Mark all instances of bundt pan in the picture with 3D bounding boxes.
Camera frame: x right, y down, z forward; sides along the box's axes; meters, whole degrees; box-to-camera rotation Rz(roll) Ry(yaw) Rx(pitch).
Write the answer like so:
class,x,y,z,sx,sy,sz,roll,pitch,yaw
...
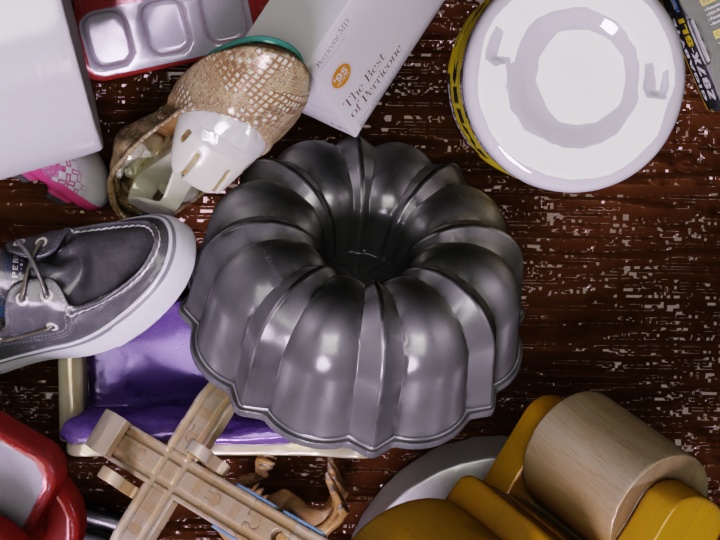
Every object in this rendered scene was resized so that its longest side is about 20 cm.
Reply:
class,x,y,z,sx,sy,sz,roll,pitch,yaw
bundt pan,0.000,0.000,0.961,0.199,0.203,0.076,8,137,-1

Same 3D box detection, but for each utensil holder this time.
class,x,y,z,sx,sy,sz,roll,pitch,yaw
utensil holder,-0.248,-0.116,0.901,0.198,0.170,0.172,-15,95,-6

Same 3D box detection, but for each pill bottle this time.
class,x,y,z,sx,sy,sz,roll,pitch,yaw
pill bottle,0.105,-0.104,0.950,0.113,0.200,0.116,0,95,-1

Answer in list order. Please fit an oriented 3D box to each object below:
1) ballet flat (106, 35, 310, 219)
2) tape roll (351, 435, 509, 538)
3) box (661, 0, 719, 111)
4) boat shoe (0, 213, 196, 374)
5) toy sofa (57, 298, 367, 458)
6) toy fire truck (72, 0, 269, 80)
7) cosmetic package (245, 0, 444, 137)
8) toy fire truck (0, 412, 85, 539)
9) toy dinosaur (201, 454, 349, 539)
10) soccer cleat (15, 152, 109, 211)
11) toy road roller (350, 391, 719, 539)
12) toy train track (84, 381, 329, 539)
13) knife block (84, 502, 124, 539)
class,x,y,z,sx,sy,sz,roll,pitch,yaw
ballet flat,-0.088,-0.067,0.961,0.070,0.200,0.066,24,67,-19
tape roll,0.086,0.205,1.045,0.200,0.071,0.205,0,95,-1
box,0.268,-0.206,1.018,0.198,0.049,0.161,-25,92,2
boat shoe,-0.185,0.010,0.969,0.198,0.066,0.071,-16,61,30
toy sofa,-0.078,0.059,1.017,0.197,0.098,0.084,0,96,1
toy fire truck,-0.083,-0.204,0.999,0.197,0.113,0.170,-11,121,0
cosmetic package,0.021,-0.182,0.973,0.050,0.083,0.201,26,79,32
toy fire truck,-0.254,0.157,0.940,0.167,0.112,0.201,28,104,0
toy dinosaur,-0.053,0.161,1.037,0.105,0.061,0.201,-26,128,3
soccer cleat,-0.209,-0.123,1.013,0.200,0.070,0.086,43,94,-3
toy road roller,0.079,0.154,0.915,0.145,0.123,0.201,31,93,-41
toy train track,-0.074,0.120,0.908,0.199,0.033,0.115,25,77,32
knife block,-0.229,0.148,1.042,0.174,0.064,0.201,-29,94,2
